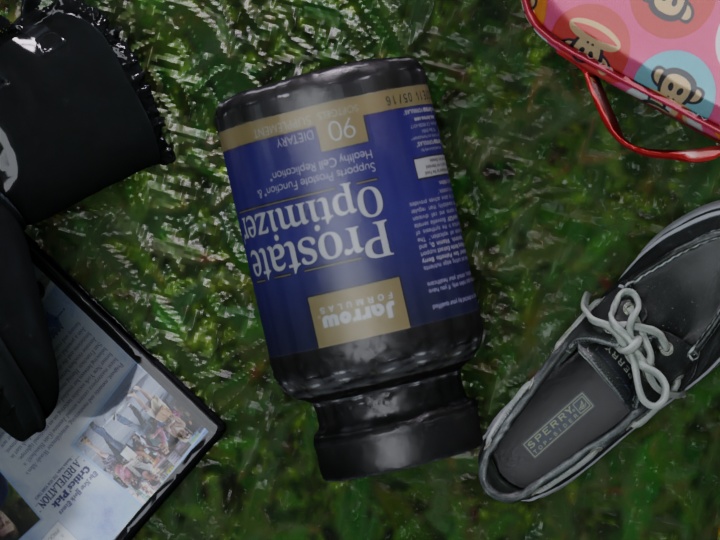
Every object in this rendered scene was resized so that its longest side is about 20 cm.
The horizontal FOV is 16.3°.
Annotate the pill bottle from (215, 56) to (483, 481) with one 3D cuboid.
[{"bbox_3d":[0.000,0.000,1.278,0.111,0.112,0.201,-13,90,12],"label":"pill bottle"}]

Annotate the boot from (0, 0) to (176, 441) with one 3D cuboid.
[{"bbox_3d":[-0.168,-0.034,1.306,0.162,0.073,0.199,-34,95,-23],"label":"boot"}]

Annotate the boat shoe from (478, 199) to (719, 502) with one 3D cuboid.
[{"bbox_3d":[0.134,0.042,1.273,0.199,0.068,0.074,-40,85,11],"label":"boat shoe"}]

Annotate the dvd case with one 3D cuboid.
[{"bbox_3d":[-0.189,0.070,1.368,0.200,0.018,0.143,43,100,8],"label":"dvd case"}]

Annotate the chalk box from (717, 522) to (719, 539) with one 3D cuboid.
[{"bbox_3d":[0.242,0.101,1.226,0.124,0.124,0.201,8,95,11],"label":"chalk box"}]

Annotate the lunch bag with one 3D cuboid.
[{"bbox_3d":[0.185,-0.133,1.247,0.199,0.082,0.177,32,99,8],"label":"lunch bag"}]
